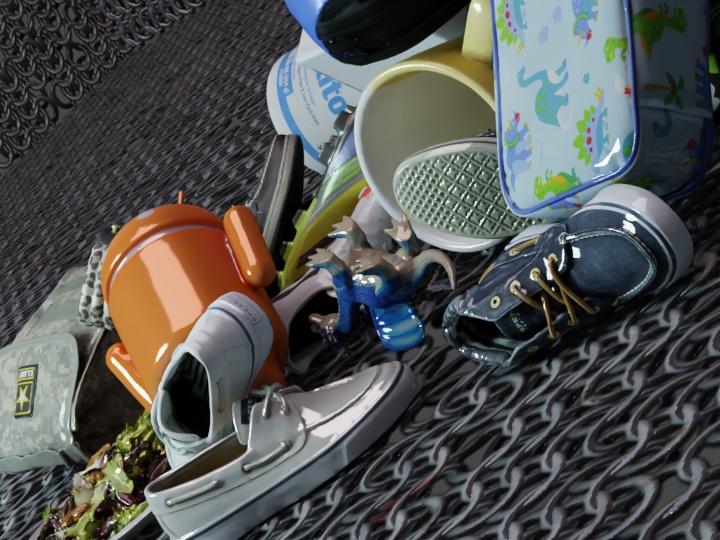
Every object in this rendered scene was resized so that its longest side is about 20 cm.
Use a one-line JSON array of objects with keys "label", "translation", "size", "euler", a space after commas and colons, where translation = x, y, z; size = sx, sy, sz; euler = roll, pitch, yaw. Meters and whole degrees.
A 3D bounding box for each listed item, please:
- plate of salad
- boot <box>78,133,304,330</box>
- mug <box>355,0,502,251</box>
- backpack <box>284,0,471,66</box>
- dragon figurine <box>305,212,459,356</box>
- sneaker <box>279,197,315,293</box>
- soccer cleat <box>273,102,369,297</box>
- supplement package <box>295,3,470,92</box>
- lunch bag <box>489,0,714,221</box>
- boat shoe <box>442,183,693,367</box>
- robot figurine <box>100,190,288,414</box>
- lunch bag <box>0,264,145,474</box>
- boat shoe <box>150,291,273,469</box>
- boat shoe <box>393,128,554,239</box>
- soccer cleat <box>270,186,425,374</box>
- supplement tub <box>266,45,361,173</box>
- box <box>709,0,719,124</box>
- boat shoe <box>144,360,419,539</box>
[{"label": "plate of salad", "translation": [-0.193, 0.166, 1.711], "size": [0.199, 0.048, 0.200], "euler": [-34, 14, 10]}, {"label": "boot", "translation": [-0.134, -0.028, 1.844], "size": [0.074, 0.152, 0.205], "euler": [68, -144, -72]}, {"label": "mug", "translation": [0.108, -0.122, 1.679], "size": [0.153, 0.150, 0.186], "euler": [-38, -1, -44]}, {"label": "backpack", "translation": [0.022, -0.258, 1.673], "size": [0.200, 0.168, 0.162], "euler": [-39, -24, 4]}, {"label": "dragon figurine", "translation": [0.028, 0.015, 1.605], "size": [0.199, 0.100, 0.059], "euler": [0, 46, 48]}, {"label": "sneaker", "translation": [0.001, -0.037, 1.882], "size": [0.200, 0.076, 0.077], "euler": [-40, -28, 28]}, {"label": "soccer cleat", "translation": [-0.009, -0.036, 1.803], "size": [0.065, 0.083, 0.201], "euler": [-57, -11, -70]}, {"label": "supplement package", "translation": [0.077, -0.198, 1.854], "size": [0.155, 0.199, 0.112], "euler": [-16, 58, 56]}, {"label": "lunch bag", "translation": [0.150, -0.135, 1.448], "size": [0.082, 0.202, 0.160], "euler": [7, -17, -32]}, {"label": "boat shoe", "translation": [0.124, 0.012, 1.385], "size": [0.091, 0.071, 0.200], "euler": [-43, 7, -23]}, {"label": "robot figurine", "translation": [-0.128, 0.033, 1.703], "size": [0.116, 0.145, 0.201], "euler": [-13, 48, -20]}, {"label": "lunch bag", "translation": [-0.230, 0.087, 1.935], "size": [0.163, 0.118, 0.200], "euler": [-13, 35, 53]}, {"label": "boat shoe", "translation": [-0.116, 0.091, 1.555], "size": [0.067, 0.073, 0.201], "euler": [-38, -23, -35]}, {"label": "boat shoe", "translation": [0.121, -0.070, 1.559], "size": [0.198, 0.075, 0.062], "euler": [-10, 23, 13]}, {"label": "soccer cleat", "translation": [0.000, 0.000, 1.738], "size": [0.200, 0.069, 0.085], "euler": [-44, 26, -1]}, {"label": "supplement tub", "translation": [0.019, -0.185, 2.160], "size": [0.199, 0.132, 0.132], "euler": [-28, 16, 38]}, {"label": "box", "translation": [0.207, -0.222, 1.572], "size": [0.148, 0.201, 0.124], "euler": [12, 46, 43]}, {"label": "boat shoe", "translation": [-0.056, 0.110, 1.497], "size": [0.199, 0.070, 0.071], "euler": [-35, 13, 13]}]
